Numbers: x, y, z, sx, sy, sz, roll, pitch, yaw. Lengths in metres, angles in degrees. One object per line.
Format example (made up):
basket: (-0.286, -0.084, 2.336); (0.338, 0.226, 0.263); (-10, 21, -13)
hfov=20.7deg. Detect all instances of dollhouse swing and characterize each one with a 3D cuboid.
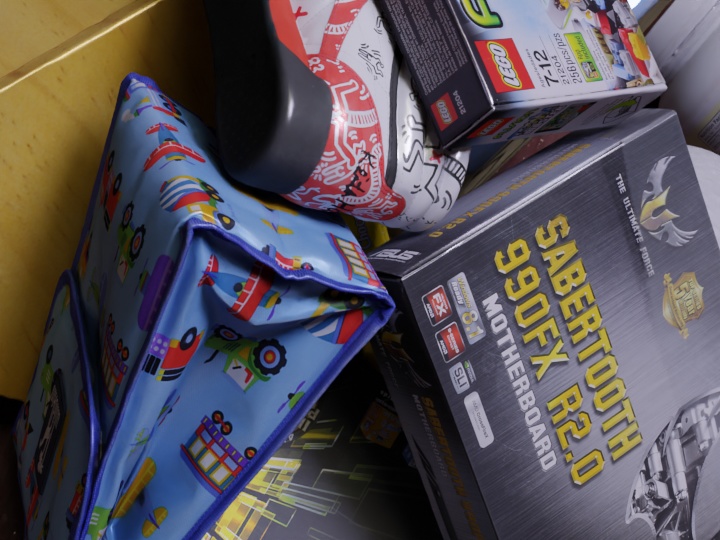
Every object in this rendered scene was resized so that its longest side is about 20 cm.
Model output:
dollhouse swing: (-0.168, -0.068, 0.938); (0.199, 0.175, 0.183); (-33, 120, -19)

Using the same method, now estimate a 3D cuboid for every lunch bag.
lunch bag: (-0.088, 0.047, 0.811); (0.093, 0.201, 0.151); (21, 18, -26)

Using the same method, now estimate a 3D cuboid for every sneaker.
sneaker: (-0.007, -0.109, 0.821); (0.107, 0.067, 0.203); (18, 52, -34)

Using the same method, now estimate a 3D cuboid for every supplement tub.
supplement tub: (0.271, -0.100, 1.185); (0.200, 0.145, 0.145); (43, 48, 5)

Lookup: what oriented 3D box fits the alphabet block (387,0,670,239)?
alphabet block: (0.033, -0.151, 0.966); (0.195, 0.200, 0.197); (-40, 87, -15)

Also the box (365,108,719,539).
box: (0.096, 0.054, 0.847); (0.158, 0.048, 0.202); (-29, 110, -27)

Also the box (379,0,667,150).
box: (0.043, -0.151, 0.813); (0.109, 0.035, 0.202); (-11, 73, -43)

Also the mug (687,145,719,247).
mug: (0.124, 0.005, 1.043); (0.198, 0.149, 0.175); (16, 34, 22)

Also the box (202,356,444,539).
box: (-0.014, 0.128, 0.885); (0.199, 0.049, 0.162); (34, 76, -4)

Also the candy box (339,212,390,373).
candy box: (0.000, 0.000, 0.929); (0.026, 0.200, 0.103); (-17, 67, -3)
